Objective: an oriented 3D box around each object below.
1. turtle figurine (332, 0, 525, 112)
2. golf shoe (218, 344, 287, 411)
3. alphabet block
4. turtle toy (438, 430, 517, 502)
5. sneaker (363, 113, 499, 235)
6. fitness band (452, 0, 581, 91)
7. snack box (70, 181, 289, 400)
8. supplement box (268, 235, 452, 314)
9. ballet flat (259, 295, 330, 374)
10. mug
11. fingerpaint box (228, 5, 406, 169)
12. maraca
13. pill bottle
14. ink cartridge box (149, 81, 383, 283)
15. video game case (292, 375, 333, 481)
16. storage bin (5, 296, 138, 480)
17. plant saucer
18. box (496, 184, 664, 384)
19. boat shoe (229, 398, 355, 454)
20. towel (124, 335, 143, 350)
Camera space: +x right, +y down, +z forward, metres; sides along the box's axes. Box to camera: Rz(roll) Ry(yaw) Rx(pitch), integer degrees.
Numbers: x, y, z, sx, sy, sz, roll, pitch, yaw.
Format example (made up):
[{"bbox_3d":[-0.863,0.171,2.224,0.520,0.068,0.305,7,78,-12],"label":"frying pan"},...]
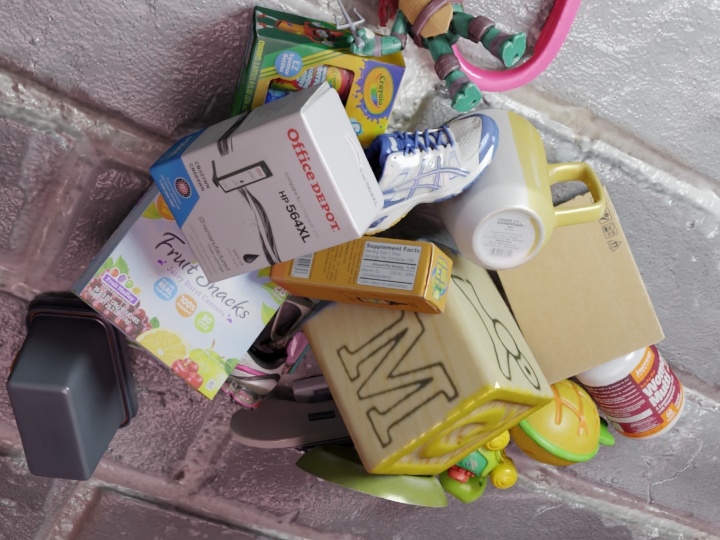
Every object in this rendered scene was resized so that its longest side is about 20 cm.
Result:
[{"bbox_3d":[0.069,-0.262,1.179,0.100,0.200,0.150,-11,143,-56],"label":"turtle figurine"},{"bbox_3d":[-0.183,0.087,1.431,0.199,0.073,0.092,34,103,-24],"label":"golf shoe"},{"bbox_3d":[0.082,0.109,1.382,0.195,0.202,0.195,-36,155,21],"label":"alphabet block"},{"bbox_3d":[0.144,0.230,1.552,0.100,0.147,0.202,-15,128,0],"label":"turtle toy"},{"bbox_3d":[0.057,-0.117,1.251,0.198,0.076,0.088,-33,135,3],"label":"sneaker"},{"bbox_3d":[0.159,-0.286,1.238,0.141,0.038,0.202,11,124,-15],"label":"fitness band"},{"bbox_3d":[-0.204,0.020,1.340,0.200,0.067,0.169,43,77,-23],"label":"snack box"},{"bbox_3d":[0.000,0.000,1.296,0.197,0.070,0.066,9,167,27],"label":"supplement box"},{"bbox_3d":[-0.062,0.048,1.452,0.071,0.069,0.200,37,117,-8],"label":"ballet flat"},{"bbox_3d":[0.168,-0.089,1.314,0.185,0.154,0.150,-29,124,15],"label":"mug"},{"bbox_3d":[-0.058,-0.168,1.277,0.164,0.074,0.202,10,125,-15],"label":"fingerpaint box"},{"bbox_3d":[0.263,0.194,1.523,0.199,0.138,0.107,1,135,-52],"label":"maraca"},{"bbox_3d":[0.339,0.125,1.523,0.109,0.110,0.200,-30,125,16],"label":"pill bottle"},{"bbox_3d":[-0.096,-0.088,1.209,0.198,0.084,0.147,-17,111,29],"label":"ink cartridge box"},{"bbox_3d":[0.020,0.206,1.600,0.197,0.024,0.184,-11,128,1],"label":"video game case"},{"bbox_3d":[-0.371,0.153,1.430,0.143,0.135,0.202,5,127,8],"label":"storage bin"},{"bbox_3d":[0.017,0.253,1.454,0.197,0.200,0.032,16,87,-17],"label":"plant saucer"},{"bbox_3d":[0.260,0.020,1.421,0.161,0.021,0.203,-22,92,11],"label":"box"},{"bbox_3d":[-0.073,0.224,1.545,0.196,0.075,0.094,-2,134,-3],"label":"boat shoe"},{"bbox_3d":[-0.216,0.030,1.441,0.151,0.024,0.201,20,121,-21],"label":"towel"}]
